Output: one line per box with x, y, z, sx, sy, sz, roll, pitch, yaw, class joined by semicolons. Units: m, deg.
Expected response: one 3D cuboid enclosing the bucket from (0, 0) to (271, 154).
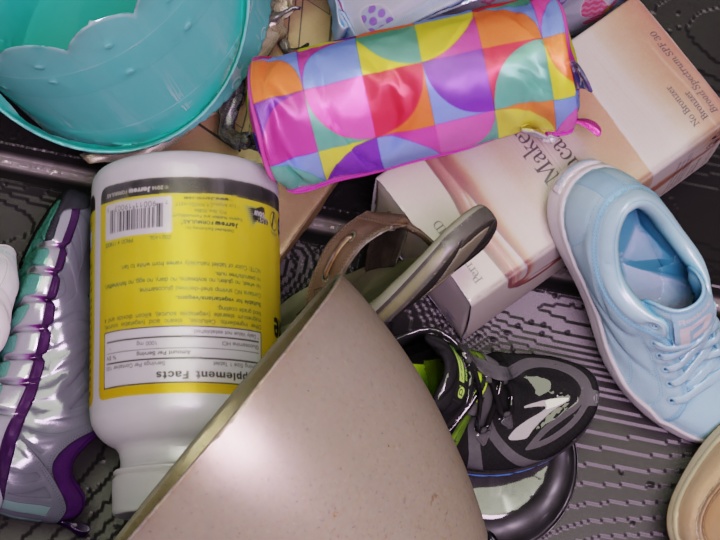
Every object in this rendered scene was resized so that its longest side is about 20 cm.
-0.156;-0.177;1.173;0.205;0.135;0.209;-10;60;18;bucket

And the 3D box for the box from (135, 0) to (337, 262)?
-0.061;-0.128;1.252;0.163;0.021;0.201;33;77;8;box

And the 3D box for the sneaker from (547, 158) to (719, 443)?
0.175;0.030;1.135;0.074;0.082;0.201;-39;114;-6;sneaker

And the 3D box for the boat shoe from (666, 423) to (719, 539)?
0.265;0.104;1.154;0.199;0.063;0.074;-39;109;-12;boat shoe

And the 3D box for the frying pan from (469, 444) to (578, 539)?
0.039;0.119;1.180;0.188;0.031;0.116;-10;74;-7;frying pan

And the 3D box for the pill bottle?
-0.101;0.041;1.142;0.111;0.113;0.202;-1;78;-1;pill bottle

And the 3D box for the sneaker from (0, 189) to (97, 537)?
-0.176;0.056;1.185;0.087;0.074;0.202;19;77;-18;sneaker

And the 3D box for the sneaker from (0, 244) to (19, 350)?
-0.290;0.036;1.182;0.198;0.076;0.089;-16;32;14;sneaker

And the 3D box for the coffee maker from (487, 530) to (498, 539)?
0.003;0.257;1.100;0.198;0.135;0.194;-11;100;-3;coffee maker

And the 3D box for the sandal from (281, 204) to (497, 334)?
-0.001;0.001;1.126;0.080;0.200;0.058;-37;99;-38;sandal

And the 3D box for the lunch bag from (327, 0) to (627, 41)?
0.062;-0.220;1.211;0.198;0.127;0.171;-13;70;-15;lunch bag

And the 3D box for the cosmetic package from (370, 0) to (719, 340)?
0.114;-0.062;1.200;0.199;0.087;0.104;-37;78;-10;cosmetic package

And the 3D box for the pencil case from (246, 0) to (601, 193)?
0.034;-0.099;1.126;0.198;0.088;0.089;-10;74;4;pencil case

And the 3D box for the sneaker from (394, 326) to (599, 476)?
0.051;0.075;1.121;0.198;0.083;0.072;5;72;-23;sneaker

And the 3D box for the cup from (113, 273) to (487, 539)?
-0.021;0.124;0.985;0.143;0.200;0.201;39;77;-3;cup

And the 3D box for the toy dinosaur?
-0.072;-0.114;1.213;0.088;0.048;0.200;37;78;26;toy dinosaur
